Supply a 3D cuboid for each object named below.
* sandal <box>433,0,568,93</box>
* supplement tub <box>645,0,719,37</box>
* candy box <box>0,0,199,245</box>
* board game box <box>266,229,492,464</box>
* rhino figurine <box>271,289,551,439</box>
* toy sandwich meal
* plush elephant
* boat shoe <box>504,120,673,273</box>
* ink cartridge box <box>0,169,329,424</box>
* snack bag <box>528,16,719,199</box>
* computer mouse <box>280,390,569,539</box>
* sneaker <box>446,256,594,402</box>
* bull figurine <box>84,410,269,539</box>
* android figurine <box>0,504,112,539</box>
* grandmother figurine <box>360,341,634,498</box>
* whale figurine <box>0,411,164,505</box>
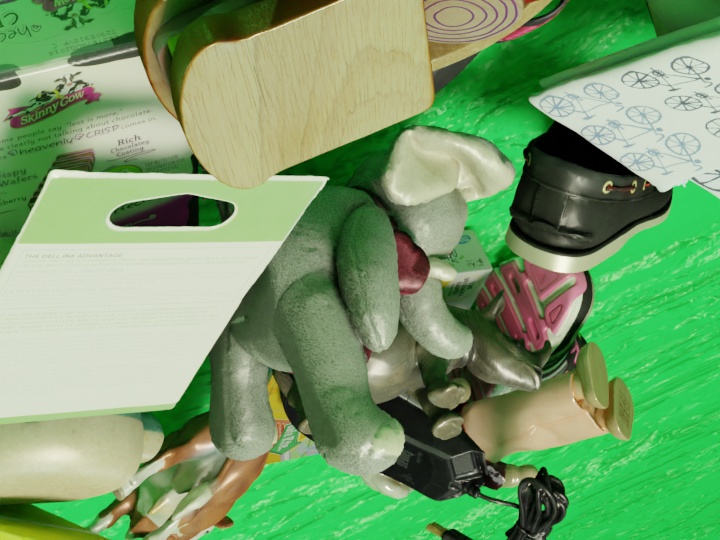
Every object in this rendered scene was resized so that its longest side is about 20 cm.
[{"bbox_3d":[0.071,-0.145,0.817,0.045,0.076,0.200,10,142,-41],"label":"sandal"},{"bbox_3d":[0.218,-0.147,0.848,0.144,0.146,0.200,-29,150,6],"label":"supplement tub"},{"bbox_3d":[-0.149,-0.054,0.799,0.135,0.061,0.201,-15,149,-16],"label":"candy box"},{"bbox_3d":[-0.009,0.055,1.099,0.133,0.034,0.201,-9,146,-28],"label":"board game box"},{"bbox_3d":[0.035,0.054,1.009,0.198,0.088,0.060,-7,140,-27],"label":"rhino figurine"},{"bbox_3d":[0.008,-0.107,0.668,0.202,0.071,0.206,-12,156,-6],"label":"toy sandwich meal"},{"bbox_3d":[0.000,0.000,0.892,0.153,0.203,0.164,-12,177,-32],"label":"plush elephant"},{"bbox_3d":[0.141,-0.059,0.950,0.201,0.073,0.064,-35,142,-60],"label":"boat shoe"},{"bbox_3d":[-0.122,0.002,0.798,0.144,0.048,0.201,-2,142,-35],"label":"ink cartridge box"},{"bbox_3d":[0.213,-0.065,0.824,0.199,0.022,0.188,27,157,-30],"label":"snack bag"},{"bbox_3d":[0.043,0.124,1.077,0.046,0.198,0.141,-58,163,-31],"label":"computer mouse"},{"bbox_3d":[0.126,0.045,1.150,0.086,0.074,0.201,-11,151,-23],"label":"sneaker"},{"bbox_3d":[-0.122,0.149,1.079,0.121,0.065,0.200,-35,168,-35],"label":"bull figurine"},{"bbox_3d":[-0.218,0.156,0.963,0.181,0.199,0.042,20,85,-46],"label":"android figurine"},{"bbox_3d":[0.082,0.109,1.116,0.198,0.061,0.122,-17,123,27],"label":"grandmother figurine"},{"bbox_3d":[-0.194,0.083,0.966,0.157,0.105,0.200,-3,168,-11],"label":"whale figurine"}]
